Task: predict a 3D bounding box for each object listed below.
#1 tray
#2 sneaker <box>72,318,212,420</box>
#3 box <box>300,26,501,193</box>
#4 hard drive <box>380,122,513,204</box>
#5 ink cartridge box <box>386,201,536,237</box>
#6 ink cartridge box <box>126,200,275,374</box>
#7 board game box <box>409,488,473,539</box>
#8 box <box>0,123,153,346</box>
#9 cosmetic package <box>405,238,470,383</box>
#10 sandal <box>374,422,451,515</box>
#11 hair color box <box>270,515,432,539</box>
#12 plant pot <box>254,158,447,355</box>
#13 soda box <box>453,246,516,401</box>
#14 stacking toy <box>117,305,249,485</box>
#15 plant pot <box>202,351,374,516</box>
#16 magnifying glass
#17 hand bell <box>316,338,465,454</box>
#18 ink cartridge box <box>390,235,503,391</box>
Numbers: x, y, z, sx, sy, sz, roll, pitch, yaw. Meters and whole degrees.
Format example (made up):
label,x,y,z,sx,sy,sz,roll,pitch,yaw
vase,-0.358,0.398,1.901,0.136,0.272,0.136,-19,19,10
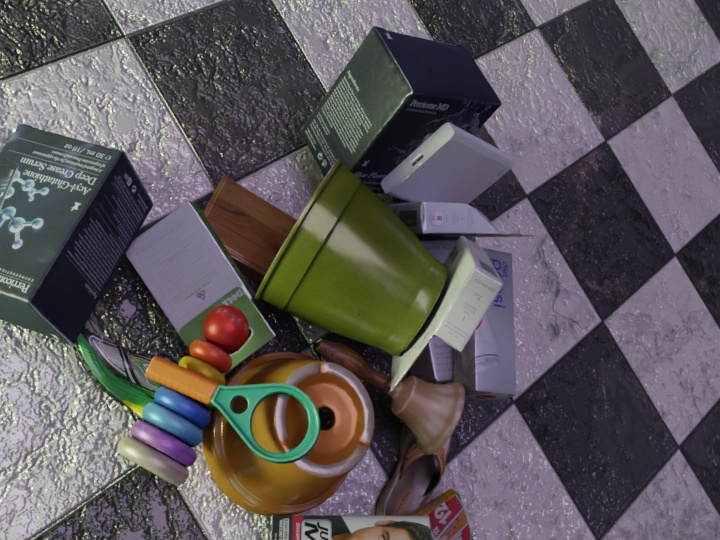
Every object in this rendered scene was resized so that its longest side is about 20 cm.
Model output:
label,x,y,z,sx,sy,sz,roll,pitch,yaw
tray,-0.128,-0.036,1.018,0.197,0.037,0.100,30,63,-14
sneaker,-0.260,0.123,0.876,0.200,0.078,0.086,44,73,-17
box,0.055,-0.214,1.030,0.194,0.200,0.119,-7,59,-44
hard drive,0.132,-0.143,1.077,0.198,0.131,0.027,9,47,-54
ink cartridge box,0.134,-0.074,1.085,0.196,0.162,0.059,-4,94,-26
ink cartridge box,-0.199,0.026,0.928,0.103,0.059,0.202,-34,90,-2
board game box,0.063,0.381,0.967,0.197,0.030,0.098,-23,101,-24
box,-0.357,-0.044,0.834,0.145,0.108,0.203,15,64,14
cosmetic package,0.120,0.061,1.082,0.110,0.081,0.205,-5,77,-25
sandal,0.083,0.271,1.013,0.080,0.054,0.203,33,63,-13
hair color box,-0.011,0.353,0.880,0.195,0.062,0.100,2,42,-6
plant pot,0.000,0.000,0.918,0.191,0.201,0.203,32,63,-3
soda box,0.170,0.074,1.020,0.067,0.063,0.205,10,70,-20
stacking toy,-0.188,0.132,0.832,0.084,0.085,0.203,32,69,-13
plant pot,-0.075,0.190,0.887,0.196,0.183,0.205,8,71,-23
magnifying glass,-0.135,0.140,0.779,0.196,0.022,0.081,22,71,8
hand bell,0.028,0.145,0.955,0.198,0.104,0.106,32,63,-12
ink cartridge box,0.103,0.056,0.919,0.044,0.200,0.178,31,102,-3
